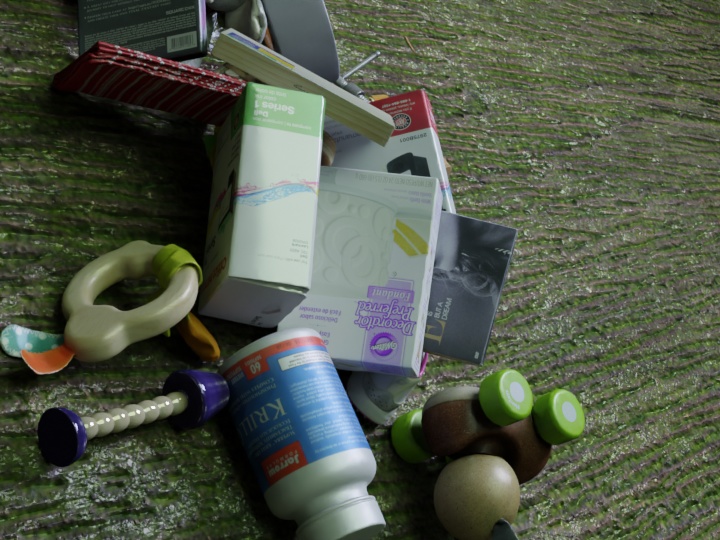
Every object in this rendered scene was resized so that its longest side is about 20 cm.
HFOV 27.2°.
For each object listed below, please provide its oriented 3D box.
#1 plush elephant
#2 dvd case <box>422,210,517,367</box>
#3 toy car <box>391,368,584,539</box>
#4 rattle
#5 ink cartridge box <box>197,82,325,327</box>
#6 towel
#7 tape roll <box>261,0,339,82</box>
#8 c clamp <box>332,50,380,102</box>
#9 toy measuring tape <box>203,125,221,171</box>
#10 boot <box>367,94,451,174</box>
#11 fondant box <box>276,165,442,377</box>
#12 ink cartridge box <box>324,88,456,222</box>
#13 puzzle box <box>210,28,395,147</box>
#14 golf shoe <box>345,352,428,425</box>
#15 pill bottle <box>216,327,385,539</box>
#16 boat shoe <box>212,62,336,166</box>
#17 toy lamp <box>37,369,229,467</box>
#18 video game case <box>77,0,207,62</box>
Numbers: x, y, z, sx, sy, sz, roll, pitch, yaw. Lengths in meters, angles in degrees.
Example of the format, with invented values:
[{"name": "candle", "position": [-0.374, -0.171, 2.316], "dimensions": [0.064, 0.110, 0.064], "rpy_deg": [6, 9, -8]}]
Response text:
[{"name": "plush elephant", "position": [-0.187, -0.300, 1.623], "dimensions": [0.199, 0.155, 0.165], "rpy_deg": [-9, 66, -51]}, {"name": "dvd case", "position": [0.050, 0.004, 1.555], "dimensions": [0.016, 0.199, 0.150], "rpy_deg": [58, 47, -74]}, {"name": "toy car", "position": [0.133, 0.229, 1.534], "dimensions": [0.157, 0.164, 0.201], "rpy_deg": [22, 54, -35]}, {"name": "rattle", "position": [-0.227, 0.072, 1.363], "dimensions": [0.130, 0.143, 0.200], "rpy_deg": [25, 49, 17]}, {"name": "ink cartridge box", "position": [-0.098, -0.061, 1.463], "dimensions": [0.083, 0.145, 0.202], "rpy_deg": [9, 71, -15]}, {"name": "towel", "position": [-0.199, -0.182, 1.499], "dimensions": [0.199, 0.144, 0.023], "rpy_deg": [12, 79, -26]}, {"name": "tape roll", "position": [-0.087, -0.305, 1.718], "dimensions": [0.200, 0.066, 0.202], "rpy_deg": [160, -90, -85]}, {"name": "c clamp", "position": [0.015, -0.159, 1.731], "dimensions": [0.170, 0.027, 0.200], "rpy_deg": [-34, 64, -19]}, {"name": "toy measuring tape", "position": [-0.115, -0.084, 1.583], "dimensions": [0.073, 0.074, 0.201], "rpy_deg": [14, 45, -42]}, {"name": "boot", "position": [0.004, -0.137, 1.792], "dimensions": [0.144, 0.071, 0.201], "rpy_deg": [45, 45, 18]}, {"name": "fondant box", "position": [0.000, 0.000, 1.525], "dimensions": [0.058, 0.143, 0.202], "rpy_deg": [63, 34, -75]}, {"name": "ink cartridge box", "position": [0.028, -0.078, 1.632], "dimensions": [0.083, 0.145, 0.201], "rpy_deg": [61, 16, -72]}, {"name": "puzzle box", "position": [-0.058, -0.190, 1.533], "dimensions": [0.199, 0.026, 0.133], "rpy_deg": [28, 10, -5]}, {"name": "golf shoe", "position": [0.046, 0.079, 1.616], "dimensions": [0.075, 0.091, 0.201], "rpy_deg": [37, 36, -18]}, {"name": "pill bottle", "position": [-0.052, 0.165, 1.407], "dimensions": [0.112, 0.112, 0.201], "rpy_deg": [-2, 60, -49]}, {"name": "boat shoe", "position": [-0.093, -0.177, 1.609], "dimensions": [0.200, 0.065, 0.071], "rpy_deg": [34, -18, 31]}, {"name": "toy lamp", "position": [-0.194, 0.126, 1.327], "dimensions": [0.199, 0.058, 0.058], "rpy_deg": [-13, 70, -54]}, {"name": "video game case", "position": [-0.230, -0.307, 1.550], "dimensions": [0.019, 0.142, 0.202], "rpy_deg": [31, 53, -67]}]
